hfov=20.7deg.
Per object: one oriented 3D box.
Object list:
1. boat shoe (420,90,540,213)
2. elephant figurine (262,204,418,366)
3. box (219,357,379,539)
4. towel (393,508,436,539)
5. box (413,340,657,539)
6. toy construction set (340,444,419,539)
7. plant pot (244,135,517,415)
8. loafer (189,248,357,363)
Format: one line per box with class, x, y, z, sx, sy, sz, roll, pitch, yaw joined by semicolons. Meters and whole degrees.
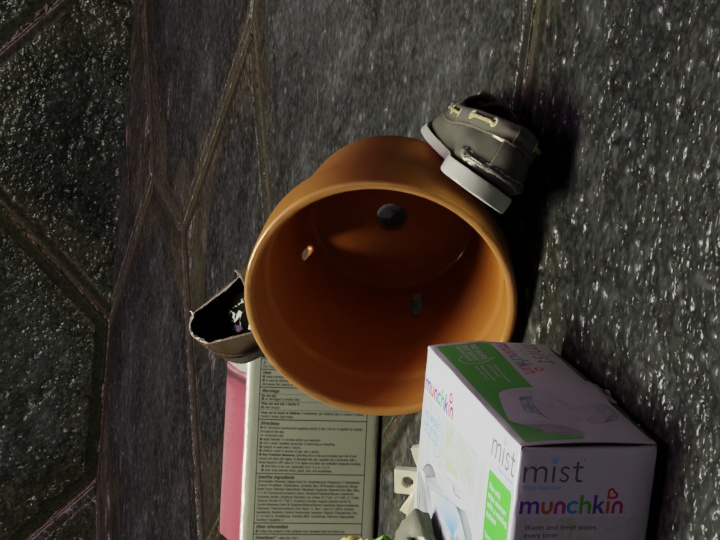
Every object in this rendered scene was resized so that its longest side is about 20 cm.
boat shoe;0.091;-0.094;1.437;0.060;0.072;0.202;-55;11;9
elephant figurine;0.000;0.000;1.688;0.200;0.155;0.142;-64;-7;35
box;-0.057;0.154;1.824;0.109;0.128;0.201;-178;91;-76
towel;0.027;0.290;1.304;0.200;0.034;0.193;-105;26;-47
box;0.108;0.159;1.281;0.200;0.096;0.177;-130;43;-68
toy construction set;0.027;0.222;1.483;0.092;0.131;0.200;-29;12;38
plant pot;0.019;-0.012;1.485;0.140;0.200;0.200;-82;3;-58
loafer;-0.064;0.019;1.621;0.200;0.071;0.073;-39;65;29
